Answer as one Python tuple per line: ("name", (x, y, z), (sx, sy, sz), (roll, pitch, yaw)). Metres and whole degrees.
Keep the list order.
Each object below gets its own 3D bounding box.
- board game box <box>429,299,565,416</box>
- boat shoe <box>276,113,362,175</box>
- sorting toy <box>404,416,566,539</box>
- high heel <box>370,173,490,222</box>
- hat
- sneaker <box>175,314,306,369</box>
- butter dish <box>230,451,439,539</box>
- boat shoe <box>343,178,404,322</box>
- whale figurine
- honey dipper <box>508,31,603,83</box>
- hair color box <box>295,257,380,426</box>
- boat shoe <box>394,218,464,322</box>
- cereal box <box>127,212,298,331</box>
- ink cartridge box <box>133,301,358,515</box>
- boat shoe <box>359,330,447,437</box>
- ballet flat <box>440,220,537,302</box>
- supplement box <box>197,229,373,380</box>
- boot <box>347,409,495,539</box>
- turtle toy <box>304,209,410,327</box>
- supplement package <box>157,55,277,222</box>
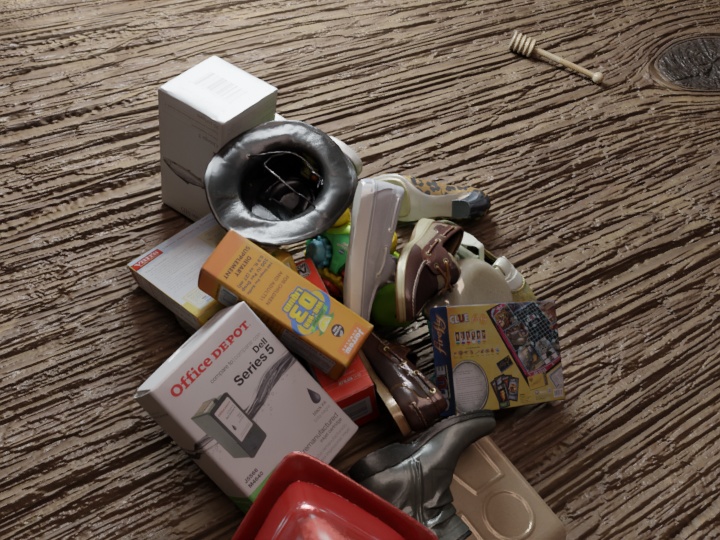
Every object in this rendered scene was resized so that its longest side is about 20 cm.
("board game box", (0.180, 0.110, 1.073), (0.199, 0.035, 0.136), (0, 83, -36))
("boat shoe", (-0.102, -0.173, 1.294), (0.200, 0.075, 0.093), (25, 55, 16))
("sorting toy", (0.121, 0.285, 0.989), (0.185, 0.037, 0.200), (-24, 65, -31))
("high heel", (0.103, -0.115, 1.323), (0.199, 0.072, 0.142), (14, 13, 22))
("hat", (-0.106, -0.097, 1.075), (0.200, 0.081, 0.201), (5, 59, -8))
("sneaker", (-0.128, 0.070, 1.074), (0.200, 0.073, 0.114), (35, 47, 14))
("butter dish", (-0.036, 0.308, 0.799), (0.199, 0.148, 0.200), (32, 81, 1))
("boat shoe", (0.018, -0.013, 1.046), (0.068, 0.072, 0.201), (6, 92, -9))
("whale figurine", (0.131, 0.083, 1.129), (0.159, 0.104, 0.201), (28, 65, -32))
("honey dipper", (0.394, -0.422, 1.665), (0.199, 0.038, 0.038), (25, 48, 0))
("hair color box", (-0.045, 0.094, 1.049), (0.061, 0.102, 0.200), (-24, 59, -8))
("boat shoe", (0.092, -0.003, 1.058), (0.072, 0.072, 0.200), (5, 31, 16))
("cereal box", (-0.192, -0.001, 1.064), (0.144, 0.040, 0.200), (-35, 38, -23))
("ink cartridge box", (-0.126, 0.157, 0.922), (0.200, 0.084, 0.146), (49, 63, -10))
("boat shoe", (0.043, 0.127, 1.037), (0.070, 0.070, 0.200), (-33, 39, -4))
("ballet flat", (0.182, -0.007, 1.229), (0.200, 0.071, 0.071), (36, 51, 15))
("supplement box", (-0.086, 0.040, 0.951), (0.200, 0.069, 0.067), (34, 64, -2))
("boot", (0.092, 0.249, 0.952), (0.199, 0.068, 0.131), (-20, 69, -23))
("turtle toy", (0.000, 0.000, 1.136), (0.200, 0.146, 0.101), (31, 71, 12))
("supplement package", (-0.201, -0.172, 1.166), (0.117, 0.200, 0.117), (30, 48, 18))
